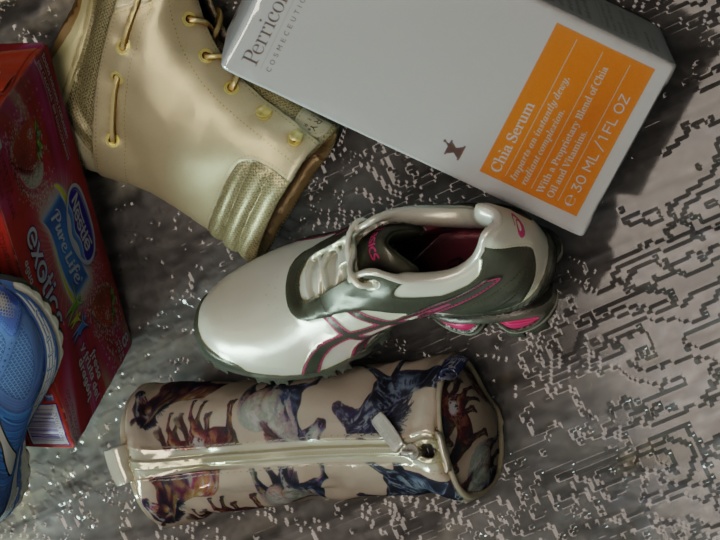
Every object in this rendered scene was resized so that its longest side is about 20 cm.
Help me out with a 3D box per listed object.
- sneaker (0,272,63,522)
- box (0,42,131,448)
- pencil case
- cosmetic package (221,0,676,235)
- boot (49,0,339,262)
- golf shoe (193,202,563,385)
[{"bbox_3d":[-0.201,0.080,1.316,0.078,0.089,0.201,15,130,7],"label":"sneaker"},{"bbox_3d":[-0.200,-0.012,1.366,0.099,0.096,0.201,1,127,19],"label":"box"},{"bbox_3d":[-0.029,0.090,1.367,0.199,0.089,0.078,-7,85,21],"label":"pencil case"},{"bbox_3d":[0.042,-0.109,1.279,0.199,0.071,0.102,24,109,-9],"label":"cosmetic package"},{"bbox_3d":[-0.073,-0.118,1.350,0.155,0.073,0.201,30,111,12],"label":"boot"},{"bbox_3d":[0.000,0.000,1.310,0.199,0.088,0.078,-13,64,18],"label":"golf shoe"}]
